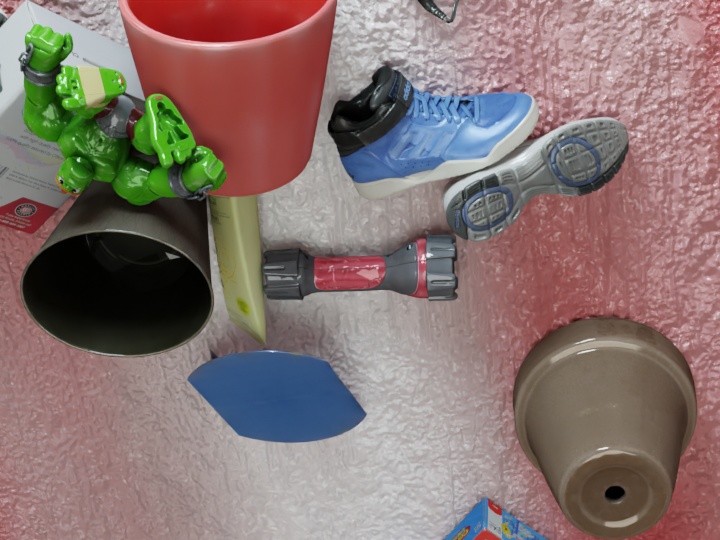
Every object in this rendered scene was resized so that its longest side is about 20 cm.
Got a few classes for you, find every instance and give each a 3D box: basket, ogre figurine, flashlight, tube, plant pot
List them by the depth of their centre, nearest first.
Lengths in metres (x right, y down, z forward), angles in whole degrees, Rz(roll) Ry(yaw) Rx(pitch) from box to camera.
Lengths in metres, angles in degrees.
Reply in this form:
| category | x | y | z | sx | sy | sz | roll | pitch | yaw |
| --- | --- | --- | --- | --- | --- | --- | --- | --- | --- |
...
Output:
| category | x | y | z | sx | sy | sz | roll | pitch | yaw |
| --- | --- | --- | --- | --- | --- | --- | --- | --- | --- |
| ogre figurine | -0.220 | -0.121 | 1.345 | 0.198 | 0.099 | 0.120 | 19 | 151 | -23 |
| plant pot | -0.115 | -0.180 | 1.405 | 0.197 | 0.202 | 0.179 | 2 | 128 | 3 |
| basket | -0.218 | -0.030 | 1.475 | 0.177 | 0.201 | 0.138 | 0 | 122 | 2 |
| flashlight | 0.000 | 0.000 | 1.554 | 0.197 | 0.068 | 0.069 | -1 | 120 | 4 |
| tube | -0.124 | -0.023 | 1.556 | 0.051 | 0.058 | 0.203 | 1 | 118 | 9 |
| plant pot | 0.256 | 0.176 | 1.572 | 0.197 | 0.175 | 0.203 | 1 | 118 | 3 |

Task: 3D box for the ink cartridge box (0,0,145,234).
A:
| category | x | y | z | sx | sy | sz | roll | pitch | yaw |
| --- | --- | --- | --- | --- | --- | --- | --- | --- | --- |
| ink cartridge box | -0.313 | -0.141 | 1.456 | 0.200 | 0.083 | 0.145 | -41 | 146 | 22 |

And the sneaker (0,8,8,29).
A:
| category | x | y | z | sx | sy | sz | roll | pitch | yaw |
| --- | --- | --- | --- | --- | --- | --- | --- | --- | --- |
| sneaker | -0.382 | -0.194 | 1.483 | 0.075 | 0.077 | 0.201 | -7 | 144 | -36 |

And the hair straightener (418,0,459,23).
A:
| category | x | y | z | sx | sy | sz | roll | pitch | yaw |
| --- | --- | --- | --- | --- | --- | --- | --- | --- | --- |
| hair straightener | 0.048 | -0.316 | 1.391 | 0.076 | 0.041 | 0.201 | -23 | 115 | 16 |

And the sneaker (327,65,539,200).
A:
| category | x | y | z | sx | sy | sz | roll | pitch | yaw |
| --- | --- | --- | --- | --- | --- | --- | --- | --- | --- |
| sneaker | 0.064 | -0.149 | 1.461 | 0.198 | 0.077 | 0.112 | -18 | 126 | 21 |

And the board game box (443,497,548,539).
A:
| category | x | y | z | sx | sy | sz | roll | pitch | yaw |
| --- | --- | --- | --- | --- | --- | --- | --- | --- | --- |
| board game box | 0.157 | 0.389 | 1.763 | 0.195 | 0.056 | 0.200 | 34 | 116 | -13 |

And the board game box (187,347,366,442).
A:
| category | x | y | z | sx | sy | sz | roll | pitch | yaw |
| --- | --- | --- | --- | --- | --- | --- | --- | --- | --- |
| board game box | -0.084 | 0.120 | 1.628 | 0.156 | 0.039 | 0.200 | -10 | 145 | 19 |

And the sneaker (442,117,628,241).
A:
| category | x | y | z | sx | sy | sz | roll | pitch | yaw |
| --- | --- | --- | --- | --- | --- | --- | --- | --- | --- |
| sneaker | 0.164 | -0.102 | 1.485 | 0.198 | 0.087 | 0.075 | -22 | 115 | -5 |
